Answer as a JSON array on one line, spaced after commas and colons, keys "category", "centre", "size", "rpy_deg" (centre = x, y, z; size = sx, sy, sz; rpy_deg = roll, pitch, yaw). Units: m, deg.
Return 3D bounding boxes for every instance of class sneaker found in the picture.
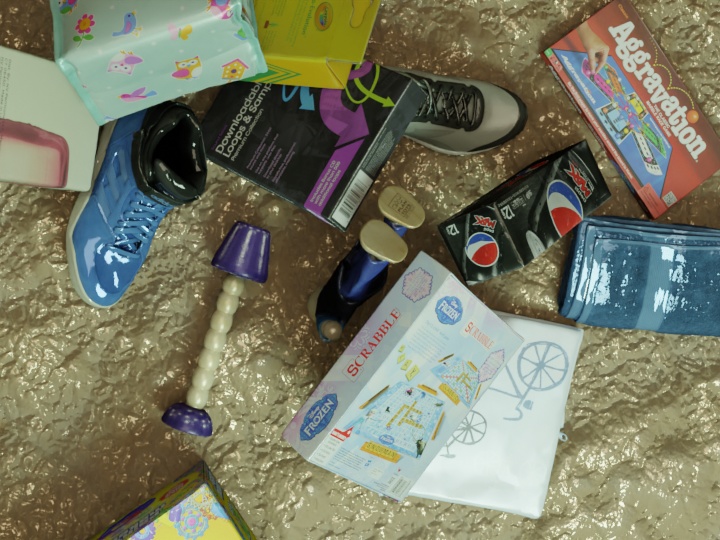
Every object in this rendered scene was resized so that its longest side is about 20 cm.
[{"category": "sneaker", "centre": [-0.199, -0.060, 1.198], "size": [0.076, 0.111, 0.202], "rpy_deg": [19, 85, -42]}, {"category": "sneaker", "centre": [0.064, -0.154, 1.254], "size": [0.197, 0.079, 0.075], "rpy_deg": [6, 89, -9]}]

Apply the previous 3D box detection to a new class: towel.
[{"category": "towel", "centre": [0.298, 0.008, 1.298], "size": [0.197, 0.049, 0.113], "rpy_deg": [5, 107, -9]}]

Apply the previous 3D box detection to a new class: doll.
[{"category": "doll", "centre": [0.000, 0.000, 1.192], "size": [0.048, 0.200, 0.137], "rpy_deg": [31, 57, -4]}]

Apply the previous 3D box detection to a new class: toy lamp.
[{"category": "toy lamp", "centre": [-0.132, 0.053, 1.247], "size": [0.058, 0.058, 0.202], "rpy_deg": [19, 92, -8]}]

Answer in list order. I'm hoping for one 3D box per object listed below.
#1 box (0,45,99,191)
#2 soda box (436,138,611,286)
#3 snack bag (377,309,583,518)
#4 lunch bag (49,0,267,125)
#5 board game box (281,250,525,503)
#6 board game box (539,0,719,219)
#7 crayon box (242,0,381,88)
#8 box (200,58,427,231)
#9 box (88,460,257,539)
[{"category": "box", "centre": [-0.327, -0.133, 1.124], "size": [0.126, 0.200, 0.110], "rpy_deg": [8, 91, 21]}, {"category": "soda box", "centre": [0.156, -0.056, 1.216], "size": [0.200, 0.070, 0.064], "rpy_deg": [-34, 100, -50]}, {"category": "snack bag", "centre": [0.115, 0.138, 1.300], "size": [0.186, 0.021, 0.203], "rpy_deg": [10, 93, -7]}, {"category": "lunch bag", "centre": [-0.180, -0.252, 1.134], "size": [0.168, 0.122, 0.202], "rpy_deg": [-15, 62, 5]}, {"category": "board game box", "centre": [0.045, 0.103, 1.191], "size": [0.041, 0.200, 0.200], "rpy_deg": [38, 90, 32]}, {"category": "board game box", "centre": [0.275, -0.163, 1.313], "size": [0.103, 0.019, 0.201], "rpy_deg": [-36, 96, -7]}, {"category": "crayon box", "centre": [-0.065, -0.233, 1.184], "size": [0.198, 0.051, 0.128], "rpy_deg": [9, 71, 25]}, {"category": "box", "centre": [-0.052, -0.136, 1.195], "size": [0.144, 0.199, 0.036], "rpy_deg": [-59, 141, -4]}, {"category": "box", "centre": [-0.173, 0.319, 1.215], "size": [0.199, 0.122, 0.194], "rpy_deg": [-33, 96, -5]}]
